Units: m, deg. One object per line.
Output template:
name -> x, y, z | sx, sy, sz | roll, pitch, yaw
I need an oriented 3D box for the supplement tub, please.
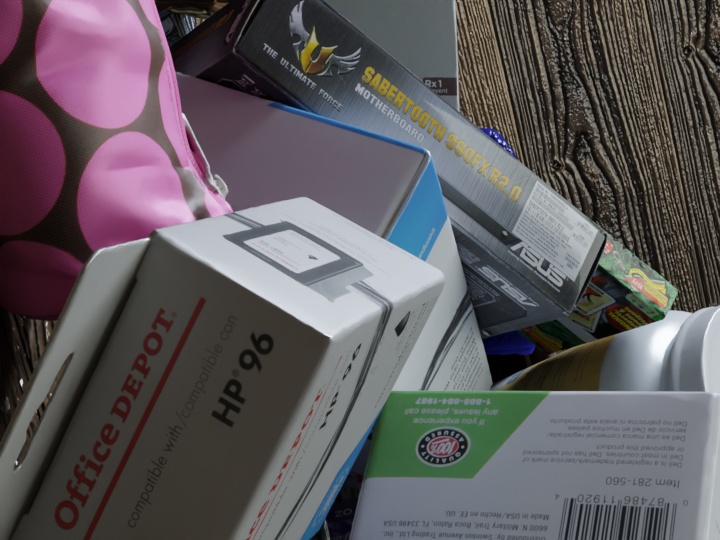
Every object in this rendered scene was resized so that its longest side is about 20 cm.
supplement tub -> 0.140, 0.108, 0.931 | 0.144, 0.199, 0.146 | 24, 53, -36

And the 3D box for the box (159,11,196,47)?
box -> -0.132, -0.214, 0.882 | 0.159, 0.049, 0.201 | -99, 174, -47

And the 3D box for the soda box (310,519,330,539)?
soda box -> -0.056, 0.126, 0.712 | 0.200, 0.070, 0.064 | -76, 153, -79

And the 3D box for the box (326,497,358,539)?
box -> 0.010, 0.205, 0.812 | 0.201, 0.146, 0.105 | -96, 171, -59

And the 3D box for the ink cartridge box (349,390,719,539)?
ink cartridge box -> 0.066, 0.150, 0.676 | 0.085, 0.144, 0.202 | 63, 34, -48

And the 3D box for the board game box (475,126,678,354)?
board game box -> 0.053, -0.030, 0.872 | 0.199, 0.024, 0.105 | 37, -24, -16

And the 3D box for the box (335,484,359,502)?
box -> 0.006, 0.146, 1.086 | 0.200, 0.121, 0.107 | 61, 17, -70

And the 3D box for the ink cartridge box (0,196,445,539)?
ink cartridge box -> -0.044, 0.047, 0.570 | 0.117, 0.067, 0.200 | -64, 169, 13

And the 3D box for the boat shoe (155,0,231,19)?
boat shoe -> -0.081, -0.149, 0.784 | 0.202, 0.074, 0.076 | -13, 109, -63

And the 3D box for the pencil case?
pencil case -> -0.104, -0.089, 0.600 | 0.091, 0.093, 0.202 | -154, -131, -72

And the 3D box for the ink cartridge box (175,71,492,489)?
ink cartridge box -> -0.031, 0.015, 0.798 | 0.084, 0.144, 0.201 | -62, 155, -24

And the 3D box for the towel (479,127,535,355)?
towel -> 0.000, 0.000, 0.969 | 0.050, 0.198, 0.149 | -81, 156, -48

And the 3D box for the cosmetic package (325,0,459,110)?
cosmetic package -> 0.000, -0.142, 1.022 | 0.090, 0.105, 0.203 | -178, -95, -80

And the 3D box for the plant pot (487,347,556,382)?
plant pot -> 0.040, 0.094, 1.319 | 0.198, 0.198, 0.203 | 92, -15, -81

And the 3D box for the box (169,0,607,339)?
box -> -0.006, -0.041, 0.828 | 0.199, 0.049, 0.158 | 37, -24, -17
